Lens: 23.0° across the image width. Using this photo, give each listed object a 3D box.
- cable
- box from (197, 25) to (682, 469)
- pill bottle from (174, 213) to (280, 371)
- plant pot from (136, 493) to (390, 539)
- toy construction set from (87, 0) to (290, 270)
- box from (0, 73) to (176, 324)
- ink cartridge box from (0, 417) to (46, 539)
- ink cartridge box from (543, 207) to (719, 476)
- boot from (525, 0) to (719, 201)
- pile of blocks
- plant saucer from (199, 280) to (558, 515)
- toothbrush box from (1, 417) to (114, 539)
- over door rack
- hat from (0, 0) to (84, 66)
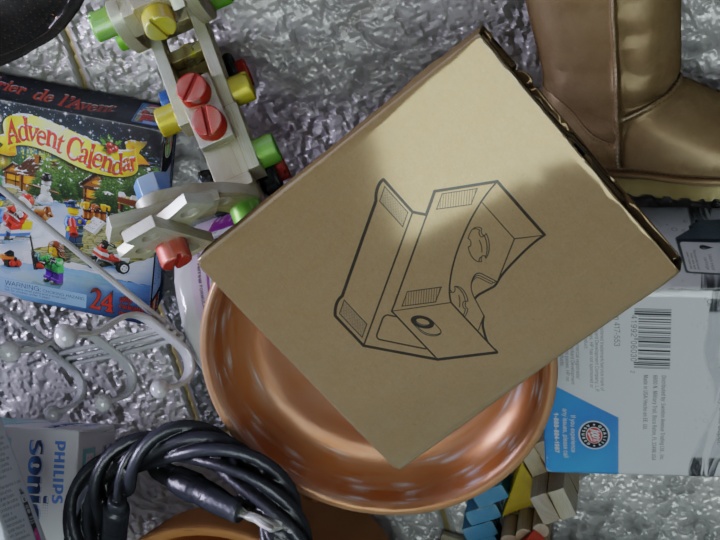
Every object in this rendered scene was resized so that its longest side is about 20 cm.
[{"bbox_3d":[-0.111,0.175,1.032,0.199,0.051,0.164,-25,99,36],"label":"cable"},{"bbox_3d":[0.040,-0.005,0.917,0.200,0.021,0.164,-37,104,24],"label":"box"},{"bbox_3d":[0.000,0.000,1.044,0.199,0.112,0.113,-16,115,18],"label":"pill bottle"},{"bbox_3d":[-0.055,0.229,1.144,0.199,0.140,0.201,8,110,22],"label":"plant pot"},{"bbox_3d":[-0.096,-0.094,0.983,0.091,0.131,0.201,-9,74,8],"label":"toy construction set"},{"bbox_3d":[-0.217,-0.051,1.097,0.199,0.038,0.137,11,120,4],"label":"box"},{"bbox_3d":[-0.300,0.112,1.061,0.195,0.043,0.201,-21,87,26],"label":"ink cartridge box"},{"bbox_3d":[0.207,0.044,1.035,0.199,0.086,0.147,0,129,9],"label":"ink cartridge box"},{"bbox_3d":[0.169,-0.139,0.965,0.174,0.066,0.201,-2,117,11],"label":"boot"},{"bbox_3d":[0.090,0.194,1.162,0.082,0.062,0.201,12,119,3],"label":"pile of blocks"},{"bbox_3d":[0.011,0.043,0.980,0.199,0.038,0.201,5,118,9],"label":"plant saucer"},{"bbox_3d":[-0.267,0.168,1.146,0.199,0.085,0.148,4,88,8],"label":"toothbrush box"},{"bbox_3d":[-0.206,0.009,1.035,0.147,0.067,0.200,-14,120,51],"label":"over door rack"},{"bbox_3d":[-0.230,-0.216,0.985,0.199,0.081,0.202,6,122,10],"label":"hat"}]
